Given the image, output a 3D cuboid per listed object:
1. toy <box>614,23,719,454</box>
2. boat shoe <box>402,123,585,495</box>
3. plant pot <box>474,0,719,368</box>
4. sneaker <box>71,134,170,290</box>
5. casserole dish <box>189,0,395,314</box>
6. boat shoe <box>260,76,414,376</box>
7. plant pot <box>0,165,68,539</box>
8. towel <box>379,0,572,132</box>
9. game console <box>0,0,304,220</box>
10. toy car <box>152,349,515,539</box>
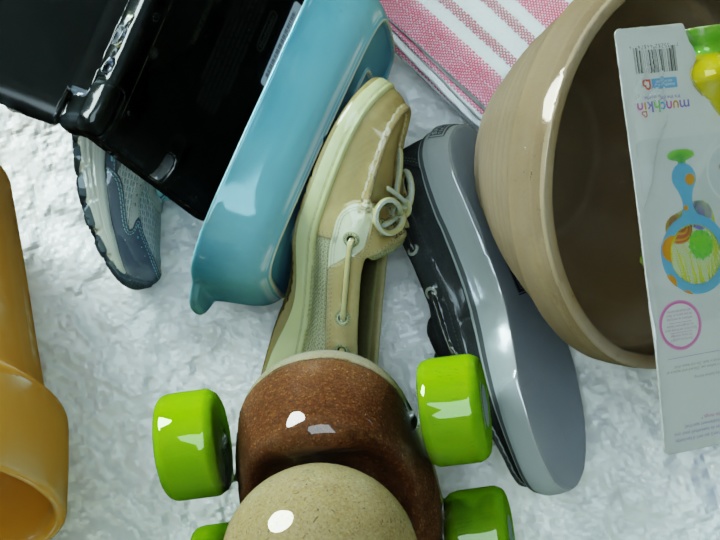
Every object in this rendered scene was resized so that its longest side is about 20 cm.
[{"bbox_3d":[0.172,-0.020,1.114,0.115,0.047,0.200,-8,95,-28],"label":"toy"},{"bbox_3d":[0.063,0.024,1.198,0.057,0.069,0.200,-22,80,31],"label":"boat shoe"},{"bbox_3d":[0.123,-0.055,1.162,0.093,0.201,0.201,10,81,43],"label":"plant pot"},{"bbox_3d":[-0.108,-0.091,1.216,0.086,0.078,0.200,-4,82,0],"label":"sneaker"},{"bbox_3d":[-0.030,-0.063,1.180,0.039,0.121,0.200,23,82,10],"label":"casserole dish"},{"bbox_3d":[-0.001,0.001,1.169,0.063,0.073,0.201,20,108,12],"label":"boat shoe"},{"bbox_3d":[-0.244,0.035,1.160,0.200,0.200,0.184,-2,65,4],"label":"plant pot"},{"bbox_3d":[0.095,-0.180,1.240,0.200,0.030,0.146,-45,79,-4],"label":"towel"},{"bbox_3d":[-0.118,-0.151,1.181,0.116,0.176,0.200,9,71,40],"label":"game console"},{"bbox_3d":[-0.015,0.147,1.094,0.164,0.200,0.158,-8,118,8],"label":"toy car"}]
